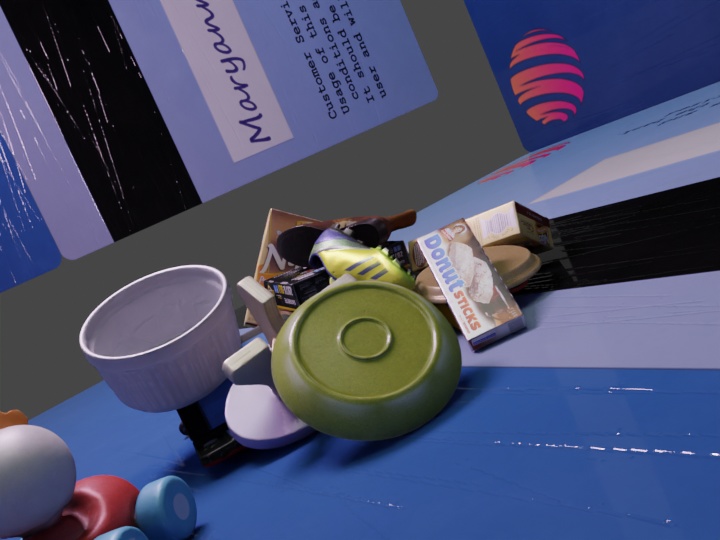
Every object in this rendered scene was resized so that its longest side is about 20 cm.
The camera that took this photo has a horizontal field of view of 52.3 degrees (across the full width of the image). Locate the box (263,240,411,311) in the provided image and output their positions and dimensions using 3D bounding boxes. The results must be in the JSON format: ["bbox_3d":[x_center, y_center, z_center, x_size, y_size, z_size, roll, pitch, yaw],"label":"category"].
[{"bbox_3d":[-0.041,0.006,1.167,0.198,0.050,0.159,-22,11,-22],"label":"box"}]

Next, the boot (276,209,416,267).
[{"bbox_3d":[-0.020,-0.067,1.199,0.186,0.070,0.200,-15,8,22],"label":"boot"}]

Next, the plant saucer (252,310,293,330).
[{"bbox_3d":[-0.153,0.136,1.091,0.200,0.029,0.201,-41,21,19],"label":"plant saucer"}]

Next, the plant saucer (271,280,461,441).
[{"bbox_3d":[0.005,0.077,0.747,0.196,0.031,0.202,-2,46,2],"label":"plant saucer"}]

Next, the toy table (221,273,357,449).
[{"bbox_3d":[-0.073,0.097,0.834,0.182,0.118,0.200,24,51,25],"label":"toy table"}]

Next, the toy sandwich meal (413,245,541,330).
[{"bbox_3d":[0.159,0.025,1.017,0.202,0.071,0.205,-15,14,4],"label":"toy sandwich meal"}]

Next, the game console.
[{"bbox_3d":[-0.138,0.142,0.934,0.198,0.120,0.172,-28,0,-17],"label":"game console"}]

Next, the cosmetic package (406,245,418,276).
[{"bbox_3d":[0.055,0.025,1.285,0.105,0.091,0.200,-21,11,12],"label":"cosmetic package"}]

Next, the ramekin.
[{"bbox_3d":[-0.250,0.091,0.953,0.197,0.106,0.201,-12,30,7],"label":"ramekin"}]

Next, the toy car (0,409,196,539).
[{"bbox_3d":[-0.285,0.203,0.665,0.182,0.203,0.177,-23,7,15],"label":"toy car"}]

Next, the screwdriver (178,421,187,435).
[{"bbox_3d":[-0.237,0.216,1.182,0.028,0.029,0.200,-23,3,18],"label":"screwdriver"}]

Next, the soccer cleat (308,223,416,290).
[{"bbox_3d":[0.000,0.000,1.018,0.199,0.065,0.084,29,80,47],"label":"soccer cleat"}]

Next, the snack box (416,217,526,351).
[{"bbox_3d":[0.134,0.012,0.915,0.071,0.024,0.201,-25,40,3],"label":"snack box"}]

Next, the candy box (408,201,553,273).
[{"bbox_3d":[0.188,-0.040,1.161,0.198,0.056,0.115,-20,-23,36],"label":"candy box"}]

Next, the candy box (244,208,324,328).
[{"bbox_3d":[-0.123,0.007,1.261,0.114,0.203,0.055,13,-13,-10],"label":"candy box"}]
